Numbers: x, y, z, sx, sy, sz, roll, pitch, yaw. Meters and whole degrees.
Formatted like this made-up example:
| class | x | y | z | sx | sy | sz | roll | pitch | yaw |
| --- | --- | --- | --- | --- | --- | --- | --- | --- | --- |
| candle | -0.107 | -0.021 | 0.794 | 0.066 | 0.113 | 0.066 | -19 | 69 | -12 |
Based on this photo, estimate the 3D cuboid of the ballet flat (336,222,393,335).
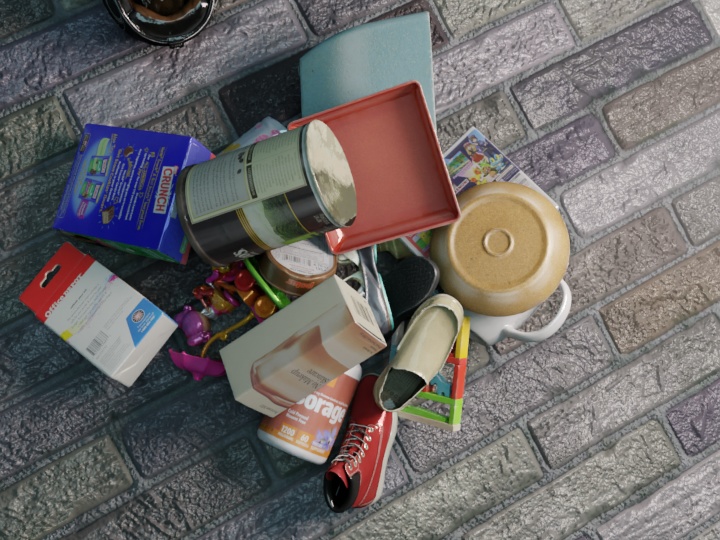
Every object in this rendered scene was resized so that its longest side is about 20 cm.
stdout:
| class | x | y | z | sx | sy | sz | roll | pitch | yaw |
| --- | --- | --- | --- | --- | --- | --- | --- | --- | --- |
| ballet flat | 0.000 | 0.000 | 1.195 | 0.073 | 0.073 | 0.201 | -8 | 79 | -10 |

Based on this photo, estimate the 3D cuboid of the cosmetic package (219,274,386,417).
| class | x | y | z | sx | sy | sz | roll | pitch | yaw |
| --- | --- | --- | --- | --- | --- | --- | --- | --- | --- |
| cosmetic package | -0.079 | 0.107 | 1.113 | 0.200 | 0.103 | 0.087 | -34 | 55 | 13 |

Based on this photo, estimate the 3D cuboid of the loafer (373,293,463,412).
| class | x | y | z | sx | sy | sz | roll | pitch | yaw |
| --- | --- | --- | --- | --- | --- | --- | --- | --- | --- |
| loafer | 0.084 | 0.127 | 1.154 | 0.075 | 0.068 | 0.201 | 27 | 106 | -6 |

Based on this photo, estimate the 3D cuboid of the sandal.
| class | x | y | z | sx | sy | sz | roll | pitch | yaw |
| --- | --- | --- | --- | --- | --- | --- | --- | --- | --- |
| sandal | 0.062 | 0.046 | 1.220 | 0.048 | 0.201 | 0.076 | 0 | 54 | -38 |

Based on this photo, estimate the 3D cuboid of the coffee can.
| class | x | y | z | sx | sy | sz | roll | pitch | yaw |
| --- | --- | --- | --- | --- | --- | --- | --- | --- | --- |
| coffee can | -0.124 | -0.101 | 1.086 | 0.199 | 0.146 | 0.147 | -16 | 86 | 20 |

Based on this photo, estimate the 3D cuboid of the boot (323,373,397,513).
| class | x | y | z | sx | sy | sz | roll | pitch | yaw |
| --- | --- | --- | --- | --- | --- | --- | --- | --- | --- |
| boot | -0.004 | 0.249 | 1.186 | 0.072 | 0.144 | 0.201 | 4 | 81 | 22 |

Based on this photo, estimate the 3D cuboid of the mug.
| class | x | y | z | sx | sy | sz | roll | pitch | yaw |
| --- | --- | --- | --- | --- | --- | --- | --- | --- | --- |
| mug | 0.227 | 0.031 | 1.233 | 0.200 | 0.148 | 0.176 | 31 | 81 | 39 |

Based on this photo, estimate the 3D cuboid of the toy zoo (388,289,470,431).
| class | x | y | z | sx | sy | sz | roll | pitch | yaw |
| --- | --- | --- | --- | --- | --- | --- | --- | --- | --- |
| toy zoo | 0.101 | 0.129 | 1.221 | 0.020 | 0.131 | 0.201 | 1 | 96 | -50 |

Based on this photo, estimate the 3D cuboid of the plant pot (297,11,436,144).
| class | x | y | z | sx | sy | sz | roll | pitch | yaw |
| --- | --- | --- | --- | --- | --- | --- | --- | --- | --- |
| plant pot | 0.010 | -0.256 | 1.236 | 0.199 | 0.196 | 0.197 | -4 | 84 | 3 |

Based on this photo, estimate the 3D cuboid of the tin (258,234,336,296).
| class | x | y | z | sx | sy | sz | roll | pitch | yaw |
| --- | --- | --- | --- | --- | --- | --- | --- | --- | --- |
| tin | -0.089 | -0.035 | 1.196 | 0.111 | 0.200 | 0.042 | 16 | 122 | -14 |

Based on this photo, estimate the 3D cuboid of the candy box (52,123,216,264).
| class | x | y | z | sx | sy | sz | roll | pitch | yaw |
| --- | --- | --- | --- | --- | --- | --- | --- | --- | --- |
| candy box | -0.326 | -0.113 | 1.173 | 0.199 | 0.077 | 0.170 | 11 | 81 | 26 |

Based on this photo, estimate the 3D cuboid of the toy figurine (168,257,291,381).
| class | x | y | z | sx | sy | sz | roll | pitch | yaw |
| --- | --- | --- | --- | --- | --- | --- | --- | --- | --- |
| toy figurine | -0.208 | 0.068 | 1.199 | 0.184 | 0.150 | 0.200 | -39 | 67 | -1 |

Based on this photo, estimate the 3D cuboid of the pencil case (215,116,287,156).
| class | x | y | z | sx | sy | sz | roll | pitch | yaw |
| --- | --- | --- | --- | --- | --- | --- | --- | --- | --- |
| pencil case | -0.184 | -0.147 | 1.240 | 0.200 | 0.083 | 0.091 | -39 | 129 | -12 |

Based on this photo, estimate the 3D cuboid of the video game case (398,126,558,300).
| class | x | y | z | sx | sy | sz | roll | pitch | yaw |
| --- | --- | --- | --- | --- | --- | --- | --- | --- | --- |
| video game case | 0.157 | -0.085 | 1.198 | 0.200 | 0.023 | 0.182 | -43 | 73 | -1 |

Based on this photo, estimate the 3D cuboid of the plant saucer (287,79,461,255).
| class | x | y | z | sx | sy | sz | roll | pitch | yaw |
| --- | --- | --- | --- | --- | --- | --- | --- | --- | --- |
| plant saucer | 0.022 | -0.141 | 1.131 | 0.199 | 0.037 | 0.200 | -15 | 104 | 20 |

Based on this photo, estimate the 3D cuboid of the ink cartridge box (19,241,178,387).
| class | x | y | z | sx | sy | sz | roll | pitch | yaw |
| --- | --- | --- | --- | --- | --- | --- | --- | --- | --- |
| ink cartridge box | -0.380 | 0.061 | 1.173 | 0.200 | 0.067 | 0.116 | 34 | 79 | 18 |

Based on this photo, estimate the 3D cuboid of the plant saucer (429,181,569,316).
| class | x | y | z | sx | sy | sz | roll | pitch | yaw |
| --- | --- | --- | --- | --- | --- | --- | --- | --- | --- |
| plant saucer | 0.195 | -0.036 | 1.149 | 0.199 | 0.035 | 0.201 | -3 | 77 | 11 |

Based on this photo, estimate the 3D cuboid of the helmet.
| class | x | y | z | sx | sy | sz | roll | pitch | yaw |
| --- | --- | --- | --- | --- | --- | --- | --- | --- | --- |
| helmet | -0.300 | -0.439 | 1.201 | 0.199 | 0.191 | 0.201 | -10 | 124 | -15 |

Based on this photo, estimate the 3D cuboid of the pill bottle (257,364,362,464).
| class | x | y | z | sx | sy | sz | roll | pitch | yaw |
| --- | --- | --- | --- | --- | --- | --- | --- | --- | --- |
| pill bottle | -0.066 | 0.175 | 1.205 | 0.112 | 0.112 | 0.201 | 24 | 80 | -6 |

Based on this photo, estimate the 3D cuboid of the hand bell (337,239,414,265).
| class | x | y | z | sx | sy | sz | roll | pitch | yaw |
| --- | --- | --- | --- | --- | --- | --- | --- | --- | --- |
| hand bell | 0.018 | -0.036 | 1.269 | 0.199 | 0.104 | 0.105 | -14 | 86 | 2 |
